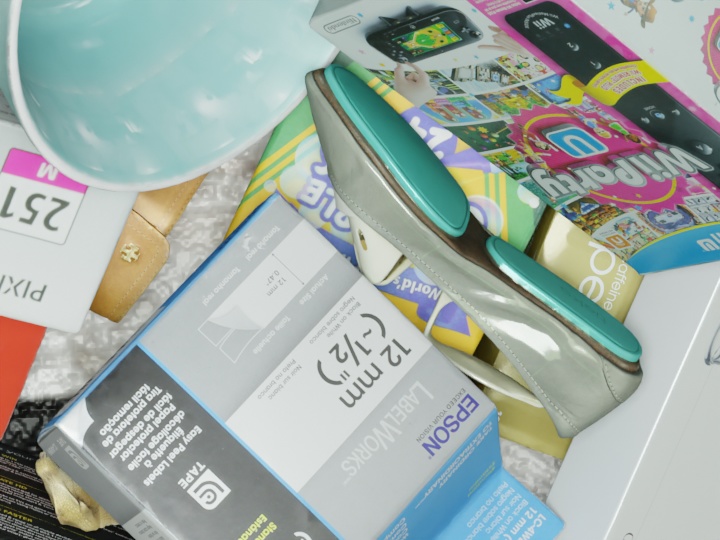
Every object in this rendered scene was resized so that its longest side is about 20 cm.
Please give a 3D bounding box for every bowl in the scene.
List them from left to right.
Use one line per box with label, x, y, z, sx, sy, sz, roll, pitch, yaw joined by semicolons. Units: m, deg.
bowl;-0.095;-0.145;1.217;0.201;0.105;0.201;-29;138;-29

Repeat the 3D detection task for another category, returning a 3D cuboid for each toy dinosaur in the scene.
toy dinosaur;-0.062;0.114;1.323;0.200;0.101;0.058;14;117;-19

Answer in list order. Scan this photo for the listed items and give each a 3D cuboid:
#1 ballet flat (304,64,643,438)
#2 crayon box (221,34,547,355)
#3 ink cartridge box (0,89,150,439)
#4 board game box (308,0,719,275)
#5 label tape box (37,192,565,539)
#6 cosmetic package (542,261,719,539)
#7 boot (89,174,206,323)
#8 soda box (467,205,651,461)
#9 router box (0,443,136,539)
ballet flat;0.036;-0.002;1.264;0.200;0.067;0.064;43;109;-7
crayon box;0.000;0.000;1.327;0.126;0.052;0.200;25;106;-1
ink cartridge box;-0.215;-0.007;1.259;0.200;0.044;0.174;15;113;-23
board game box;0.101;-0.084;1.201;0.200;0.148;0.064;35;66;-24
label tape box;-0.018;0.088;1.255;0.200;0.066;0.143;43;72;-1
cosmetic package;0.171;0.082;1.344;0.151;0.052;0.200;18;99;-37
boot;-0.169;-0.018;1.323;0.144;0.071;0.201;41;91;-10
soda box;0.110;-0.014;1.348;0.064;0.068;0.200;20;97;-8
router box;-0.174;0.117;1.303;0.200;0.149;0.051;21;100;-7
